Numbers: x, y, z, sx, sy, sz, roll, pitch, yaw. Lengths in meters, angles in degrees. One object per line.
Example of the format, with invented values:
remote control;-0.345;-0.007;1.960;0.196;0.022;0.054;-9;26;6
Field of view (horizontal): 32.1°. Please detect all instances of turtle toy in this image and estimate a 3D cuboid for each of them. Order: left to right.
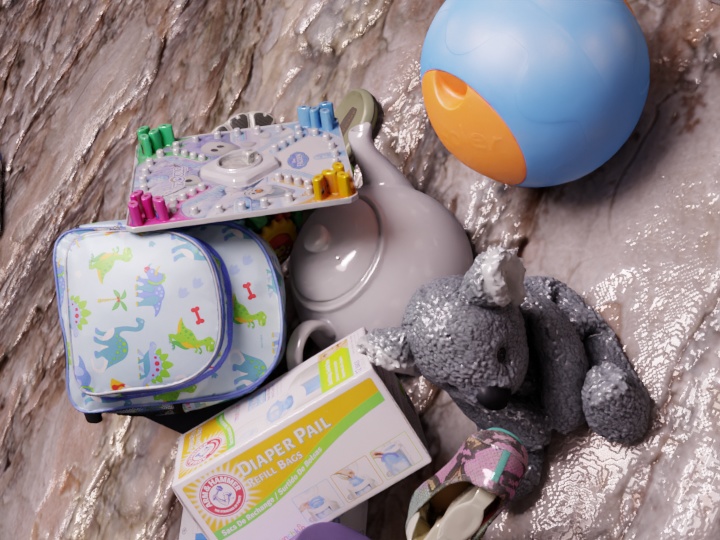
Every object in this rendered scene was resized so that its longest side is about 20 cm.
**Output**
turtle toy;-0.097;-0.060;1.271;0.200;0.146;0.101;-43;61;-16

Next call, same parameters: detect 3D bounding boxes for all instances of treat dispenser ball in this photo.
treat dispenser ball;0.153;-0.174;1.105;0.201;0.201;0.201;-21;56;34

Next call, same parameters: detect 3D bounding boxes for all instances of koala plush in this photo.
koala plush;0.104;0.064;1.029;0.177;0.200;0.184;-35;49;26

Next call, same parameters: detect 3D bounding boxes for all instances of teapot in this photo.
teapot;0.000;0.000;1.199;0.197;0.146;0.200;-43;47;19

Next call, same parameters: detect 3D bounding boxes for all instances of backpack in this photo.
backpack;-0.167;0.039;1.125;0.200;0.147;0.183;-6;86;-2

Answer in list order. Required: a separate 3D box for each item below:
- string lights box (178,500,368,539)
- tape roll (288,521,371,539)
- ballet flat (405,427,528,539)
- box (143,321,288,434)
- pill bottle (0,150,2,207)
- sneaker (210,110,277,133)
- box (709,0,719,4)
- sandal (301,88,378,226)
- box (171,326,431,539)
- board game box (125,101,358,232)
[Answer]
string lights box;-0.085;0.218;1.228;0.200;0.059;0.103;-14;60;38
tape roll;-0.017;0.311;1.014;0.085;0.200;0.200;-40;47;22
ballet flat;0.076;0.199;1.016;0.071;0.069;0.200;-56;-4;-39
box;-0.175;0.086;1.301;0.148;0.104;0.200;-65;21;-6
pill bottle;-0.577;-0.094;1.806;0.114;0.114;0.200;-31;51;28
sneaker;-0.176;-0.115;1.475;0.200;0.081;0.083;-42;18;6
box;0.396;-0.302;1.068;0.200;0.036;0.144;-56;43;4
sandal;-0.053;-0.114;1.368;0.080;0.057;0.201;30;93;47
box;-0.053;0.155;1.089;0.200;0.101;0.113;-31;16;5
board game box;-0.111;-0.100;1.145;0.200;0.026;0.200;-8;28;-3
